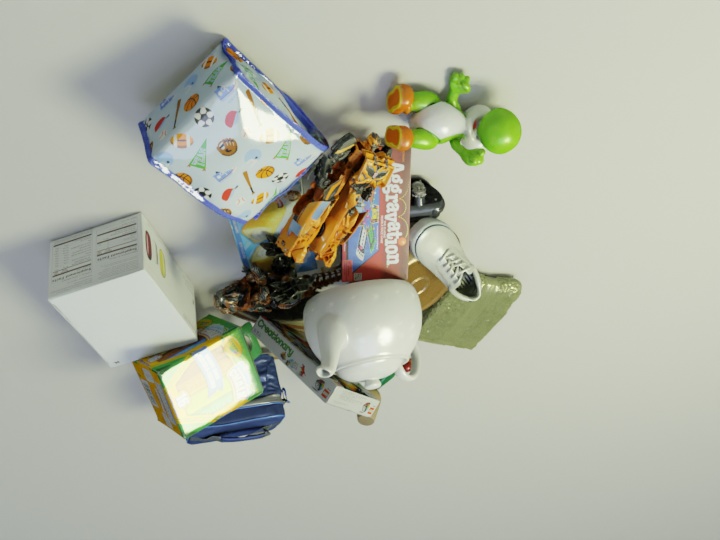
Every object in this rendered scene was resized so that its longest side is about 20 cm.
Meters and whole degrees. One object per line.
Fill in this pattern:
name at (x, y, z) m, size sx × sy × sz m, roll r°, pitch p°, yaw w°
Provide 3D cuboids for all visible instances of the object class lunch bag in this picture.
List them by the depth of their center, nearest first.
lunch bag at (-0.159, -0.168, 1.296) m, size 0.170 × 0.125 × 0.199 m, roll -41°, pitch 130°, yaw 14°
lunch bag at (-0.221, 0.236, 1.759) m, size 0.197 × 0.134 × 0.136 m, roll -7°, pitch 163°, yaw -14°

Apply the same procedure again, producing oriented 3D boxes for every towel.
towel at (0.184, 0.072, 1.774) m, size 0.146 × 0.037 × 0.201 m, roll 9°, pitch 138°, yaw -24°

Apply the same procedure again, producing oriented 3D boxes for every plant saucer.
plant saucer at (0.087, 0.016, 1.628) m, size 0.198 × 0.036 × 0.202 m, roll -23°, pitch 144°, yaw -17°

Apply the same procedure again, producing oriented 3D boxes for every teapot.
teapot at (0.011, 0.106, 1.507) m, size 0.197 × 0.148 × 0.198 m, roll -8°, pitch 166°, yaw -12°

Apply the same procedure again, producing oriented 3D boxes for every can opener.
can opener at (0.031, -0.095, 1.499) m, size 0.197 × 0.064 × 0.080 m, roll -4°, pitch 129°, yaw -9°

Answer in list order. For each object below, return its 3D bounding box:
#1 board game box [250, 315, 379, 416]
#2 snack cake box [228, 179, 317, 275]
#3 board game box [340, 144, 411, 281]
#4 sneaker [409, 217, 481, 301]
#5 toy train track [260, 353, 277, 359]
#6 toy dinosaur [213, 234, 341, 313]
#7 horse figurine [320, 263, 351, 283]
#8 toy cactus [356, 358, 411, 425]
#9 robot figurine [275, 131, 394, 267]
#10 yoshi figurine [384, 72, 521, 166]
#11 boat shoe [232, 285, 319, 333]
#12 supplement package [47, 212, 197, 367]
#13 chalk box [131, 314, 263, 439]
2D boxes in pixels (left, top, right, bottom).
board game box at (-0.072, 0.151, 1.566) m, size 0.035 × 0.199 × 0.126 m, roll -55°, pitch 144°, yaw 5°
snack cake box at (-0.133, -0.076, 1.478) m, size 0.113 × 0.068 × 0.201 m, roll -10°, pitch 143°, yaw -1°
board game box at (0.022, -0.083, 1.459) m, size 0.101 × 0.019 × 0.203 m, roll -2°, pitch 108°, yaw -8°
sneaker at (0.140, -0.016, 1.544) m, size 0.073 × 0.071 × 0.200 m, roll -47°, pitch 142°, yaw 3°
toy train track at (-0.224, 0.147, 1.759) m, size 0.197 × 0.033 × 0.115 m, roll -3°, pitch 161°, yaw -24°
toy dinosaur at (-0.120, 0.016, 1.491) m, size 0.199 × 0.103 × 0.136 m, roll -31°, pitch 165°, yaw -23°
horse figurine at (0.000, 0.000, 1.618) m, size 0.131 × 0.050 × 0.202 m, roll -15°, pitch 137°, yaw -9°
toy cactus at (0.022, 0.206, 1.794) m, size 0.199 × 0.167 × 0.102 m, roll -28°, pitch 127°, yaw 34°
robot figurine at (-0.026, -0.100, 1.378) m, size 0.144 × 0.058 × 0.201 m, roll 5°, pitch 125°, yaw -55°
yoshi figurine at (0.139, -0.201, 1.365) m, size 0.197 × 0.113 × 0.113 m, roll 3°, pitch 134°, yaw -23°
boat shoe at (-0.133, 0.075, 1.664) m, size 0.197 × 0.077 × 0.074 m, roll 12°, pitch 140°, yaw -26°
supplement package at (-0.358, 0.034, 1.522) m, size 0.153 × 0.112 × 0.201 m, roll -17°, pitch 143°, yaw 7°
chalk box at (-0.244, 0.157, 1.610) m, size 0.199 × 0.123 × 0.126 m, roll -30°, pitch 112°, yaw -26°
